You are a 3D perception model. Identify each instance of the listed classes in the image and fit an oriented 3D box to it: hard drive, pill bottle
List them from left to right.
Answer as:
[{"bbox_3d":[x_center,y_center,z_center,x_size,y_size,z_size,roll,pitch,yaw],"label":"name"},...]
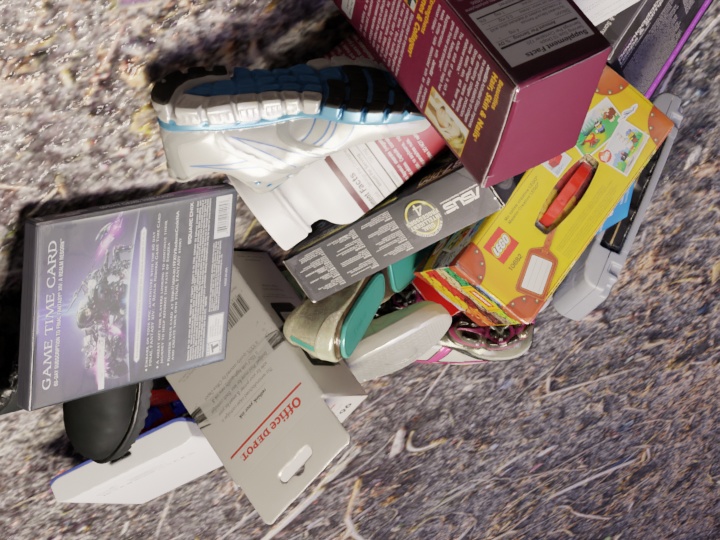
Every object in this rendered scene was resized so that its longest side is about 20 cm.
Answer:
[{"bbox_3d":[-0.178,0.169,1.884,0.131,0.026,0.200,-26,169,9],"label":"hard drive"},{"bbox_3d":[-0.002,-0.109,1.588,0.200,0.113,0.113,-37,156,2],"label":"pill bottle"}]

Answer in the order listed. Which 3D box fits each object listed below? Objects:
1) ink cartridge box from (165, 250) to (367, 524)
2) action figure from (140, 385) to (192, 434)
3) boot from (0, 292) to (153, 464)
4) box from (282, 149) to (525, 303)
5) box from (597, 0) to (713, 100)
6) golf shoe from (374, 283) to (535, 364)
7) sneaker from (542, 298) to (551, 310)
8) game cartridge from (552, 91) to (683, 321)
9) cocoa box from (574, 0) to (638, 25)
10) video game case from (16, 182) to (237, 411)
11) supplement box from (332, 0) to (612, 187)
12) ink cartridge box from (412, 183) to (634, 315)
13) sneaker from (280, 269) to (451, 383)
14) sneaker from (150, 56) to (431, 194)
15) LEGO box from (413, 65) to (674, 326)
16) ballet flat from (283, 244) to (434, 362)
[{"bbox_3d":[-0.077,0.095,1.747,0.116,0.200,0.068,-47,154,24],"label":"ink cartridge box"},{"bbox_3d":[-0.153,0.111,1.866,0.199,0.052,0.066,-28,160,-15],"label":"action figure"},{"bbox_3d":[-0.235,0.086,1.673,0.162,0.073,0.199,-15,141,-45],"label":"boot"},{"bbox_3d":[0.050,-0.067,1.655,0.199,0.049,0.161,-27,-165,35],"label":"box"},{"bbox_3d":[0.240,-0.212,1.746,0.143,0.036,0.200,-57,164,-2],"label":"box"},{"bbox_3d":[0.053,0.053,1.877,0.198,0.073,0.092,6,156,4],"label":"golf shoe"},{"bbox_3d":[0.163,-0.037,1.945,0.200,0.075,0.115,-50,162,-28],"label":"sneaker"},{"bbox_3d":[0.233,-0.056,1.956,0.133,0.041,0.201,110,3,-73],"label":"game cartridge"},{"bbox_3d":[0.179,-0.278,1.502,0.199,0.132,0.134,-30,156,-14],"label":"cocoa box"},{"bbox_3d":[-0.173,0.017,1.605,0.199,0.019,0.144,-13,114,-45],"label":"video game case"},{"bbox_3d":[0.071,-0.172,1.461,0.085,0.200,0.111,-25,153,-26],"label":"supplement box"},{"bbox_3d":[0.123,-0.058,1.845,0.199,0.116,0.067,-30,156,-16],"label":"ink cartridge box"},{"bbox_3d":[-0.025,0.039,1.802,0.199,0.119,0.074,-25,158,21],"label":"sneaker"},{"bbox_3d":[-0.047,-0.097,1.509,0.198,0.075,0.087,-2,124,-4],"label":"sneaker"},{"bbox_3d":[0.144,-0.055,1.714,0.200,0.077,0.149,-53,-172,-10],"label":"LEGO box"},{"bbox_3d":[0.000,0.000,1.742,0.200,0.062,0.068,-49,145,-47],"label":"ballet flat"}]
